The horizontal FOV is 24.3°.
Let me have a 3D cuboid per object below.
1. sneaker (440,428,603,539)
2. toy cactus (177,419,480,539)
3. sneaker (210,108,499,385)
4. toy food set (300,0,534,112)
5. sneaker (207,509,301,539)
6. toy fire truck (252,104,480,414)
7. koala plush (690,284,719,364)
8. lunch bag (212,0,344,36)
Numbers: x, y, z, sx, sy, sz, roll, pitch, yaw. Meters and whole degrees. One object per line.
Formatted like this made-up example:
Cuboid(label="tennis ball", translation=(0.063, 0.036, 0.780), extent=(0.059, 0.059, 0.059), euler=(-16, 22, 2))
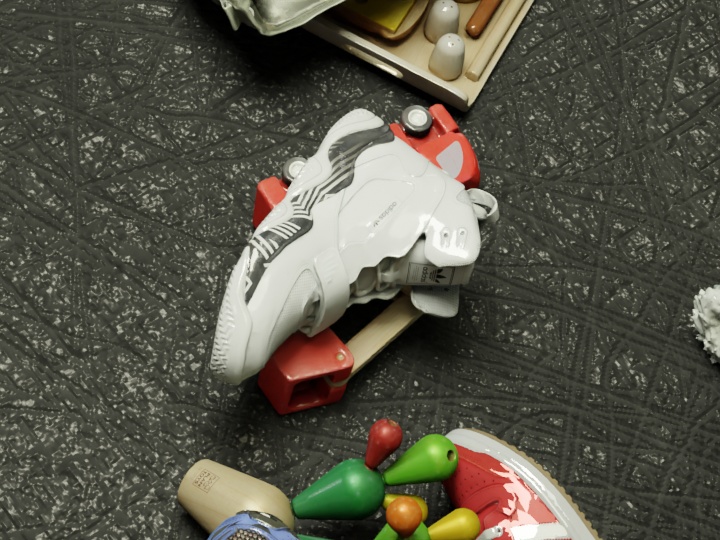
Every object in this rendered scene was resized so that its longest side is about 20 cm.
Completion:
Cuboid(label="sneaker", translation=(0.085, 0.187, 0.925), extent=(0.112, 0.071, 0.200), euler=(-33, 71, -28))
Cuboid(label="toy cactus", translation=(-0.035, 0.156, 0.915), extent=(0.165, 0.102, 0.201), euler=(28, 79, 26))
Cuboid(label="sneaker", translation=(0.000, 0.000, 0.961), extent=(0.114, 0.075, 0.200), euler=(27, 56, 8))
Cuboid(label="toy food set", translation=(0.051, -0.215, 1.162), extent=(0.143, 0.061, 0.200), euler=(27, 59, 8))
Cuboid(label="sneaker", translation=(-0.076, 0.215, 0.825), extent=(0.075, 0.078, 0.201), euler=(19, 94, 10))
Cuboid(label="toy fire truck", translation=(0.005, -0.011, 1.042), extent=(0.199, 0.049, 0.141), euler=(-25, 67, -22))
Cuboid(label="koala plush", translation=(0.300, 0.051, 0.995), extent=(0.177, 0.184, 0.200), euler=(-40, 55, 6))
Cuboid(label="lunch bag", translation=(-0.039, -0.252, 1.099), extent=(0.200, 0.118, 0.164), euler=(-40, 41, -7))
